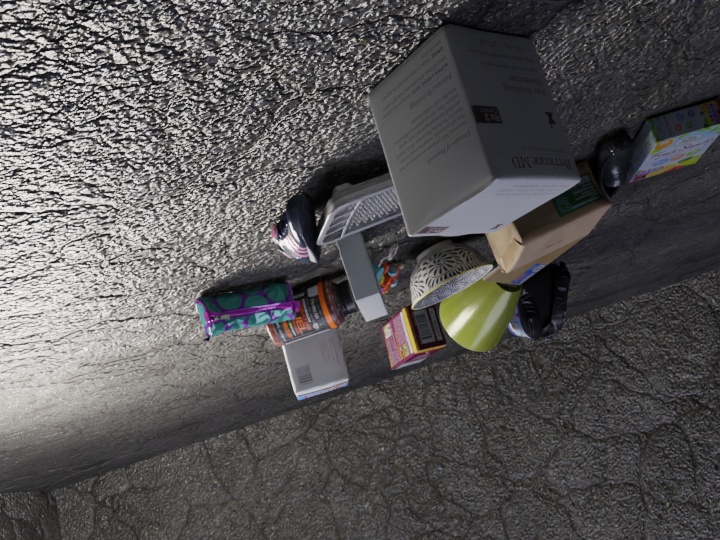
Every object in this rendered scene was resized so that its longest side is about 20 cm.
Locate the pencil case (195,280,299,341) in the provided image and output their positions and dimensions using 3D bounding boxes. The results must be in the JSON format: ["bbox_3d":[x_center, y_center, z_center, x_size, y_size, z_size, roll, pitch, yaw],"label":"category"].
[{"bbox_3d":[-0.229,0.079,1.791,0.197,0.087,0.092,-12,-169,-22],"label":"pencil case"}]

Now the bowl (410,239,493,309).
[{"bbox_3d":[0.179,-0.004,1.911,0.198,0.095,0.201,-25,166,-6],"label":"bowl"}]

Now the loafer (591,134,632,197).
[{"bbox_3d":[0.471,-0.191,1.636,0.067,0.072,0.201,-18,165,2],"label":"loafer"}]

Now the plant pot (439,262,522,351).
[{"bbox_3d":[0.327,0.073,2.270,0.184,0.189,0.201,-7,148,-32],"label":"plant pot"}]

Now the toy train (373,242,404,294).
[{"bbox_3d":[0.033,0.010,1.884,0.151,0.055,0.201,-56,165,-16],"label":"toy train"}]

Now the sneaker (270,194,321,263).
[{"bbox_3d":[-0.114,-0.065,1.456,0.080,0.071,0.201,6,157,8],"label":"sneaker"}]

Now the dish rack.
[{"bbox_3d":[0.019,-0.114,1.425,0.197,0.044,0.172,-21,166,-19],"label":"dish rack"}]

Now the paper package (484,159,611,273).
[{"bbox_3d":[0.358,-0.100,1.719,0.197,0.105,0.191,-24,166,-7],"label":"paper package"}]

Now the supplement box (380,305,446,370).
[{"bbox_3d":[0.148,0.187,2.511,0.102,0.133,0.200,-10,165,-23],"label":"supplement box"}]

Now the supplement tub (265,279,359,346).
[{"bbox_3d":[-0.105,0.084,1.911,0.197,0.109,0.107,-20,165,8],"label":"supplement tub"}]

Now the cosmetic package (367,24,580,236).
[{"bbox_3d":[0.137,-0.166,1.101,0.163,0.203,0.164,-5,161,-39],"label":"cosmetic package"}]

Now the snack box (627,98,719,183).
[{"bbox_3d":[0.574,-0.235,1.631,0.140,0.054,0.200,-18,165,-2],"label":"snack box"}]

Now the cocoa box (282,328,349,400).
[{"bbox_3d":[-0.113,0.182,2.064,0.131,0.203,0.131,-15,166,-6],"label":"cocoa box"}]

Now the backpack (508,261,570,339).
[{"bbox_3d":[0.462,0.087,2.394,0.197,0.194,0.154,-11,180,-20],"label":"backpack"}]

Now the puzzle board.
[{"bbox_3d":[0.377,-0.032,1.924,0.149,0.018,0.199,5,143,-48],"label":"puzzle board"}]

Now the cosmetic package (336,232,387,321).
[{"bbox_3d":[0.000,0.000,1.638,0.051,0.153,0.200,-17,166,2],"label":"cosmetic package"}]
